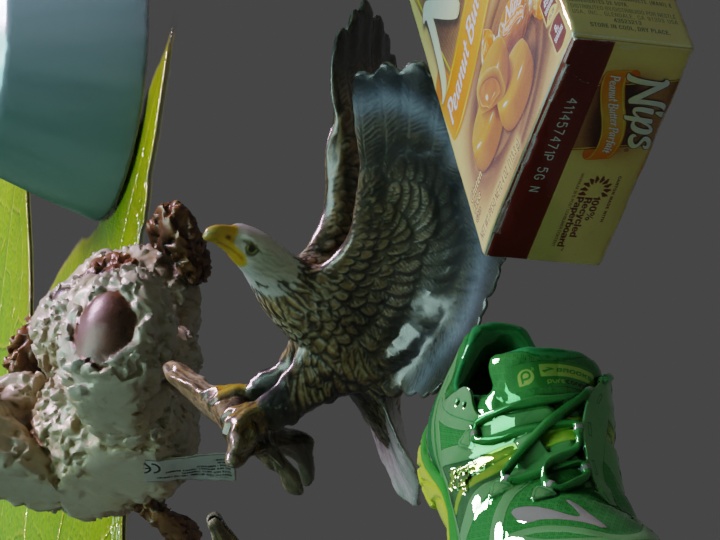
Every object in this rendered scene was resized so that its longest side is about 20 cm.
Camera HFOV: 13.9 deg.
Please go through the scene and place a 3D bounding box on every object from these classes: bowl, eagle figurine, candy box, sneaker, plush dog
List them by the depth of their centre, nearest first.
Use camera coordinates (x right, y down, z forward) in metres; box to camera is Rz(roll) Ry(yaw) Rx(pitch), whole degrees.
[{"bbox_3d":[0.066,0.075,1.135,0.200,0.074,0.084,-131,45,-65],"label":"sneaker"},{"bbox_3d":[0.069,-0.113,1.197,0.201,0.055,0.116,-105,27,-44],"label":"candy box"},{"bbox_3d":[-0.004,-0.002,1.323,0.151,0.151,0.201,37,95,24],"label":"eagle figurine"},{"bbox_3d":[-0.139,0.055,1.703,0.200,0.160,0.172,-32,34,33],"label":"plush dog"},{"bbox_3d":[-0.215,-0.138,1.968,0.201,0.104,0.202,-175,90,-70],"label":"bowl"}]

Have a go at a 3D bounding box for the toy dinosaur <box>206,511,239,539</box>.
[{"bbox_3d":[-0.076,0.234,1.575,0.101,0.058,0.201,-164,87,-86],"label":"toy dinosaur"}]
